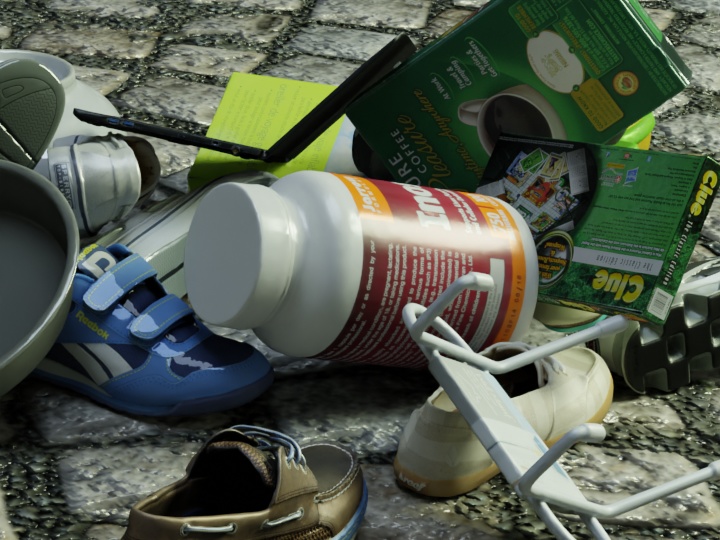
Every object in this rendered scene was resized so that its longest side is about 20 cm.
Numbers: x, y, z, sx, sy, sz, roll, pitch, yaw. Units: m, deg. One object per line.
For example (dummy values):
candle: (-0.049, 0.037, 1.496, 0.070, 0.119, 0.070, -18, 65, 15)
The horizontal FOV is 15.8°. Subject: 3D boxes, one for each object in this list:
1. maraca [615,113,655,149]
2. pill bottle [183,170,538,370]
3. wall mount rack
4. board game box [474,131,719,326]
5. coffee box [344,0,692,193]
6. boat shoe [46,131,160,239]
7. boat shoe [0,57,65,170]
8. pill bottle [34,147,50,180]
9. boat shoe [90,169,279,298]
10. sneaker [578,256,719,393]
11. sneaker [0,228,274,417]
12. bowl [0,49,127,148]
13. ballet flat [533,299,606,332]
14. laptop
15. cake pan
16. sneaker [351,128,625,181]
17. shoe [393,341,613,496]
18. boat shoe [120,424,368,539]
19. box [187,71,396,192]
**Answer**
maraca: (0.145, -0.087, 1.870, 0.137, 0.107, 0.200, -18, 13, 11)
pill bottle: (0.000, 0.000, 1.571, 0.200, 0.113, 0.113, 7, 16, -35)
wall mount rack: (0.116, 0.076, 1.442, 0.174, 0.075, 0.200, 20, 29, -54)
board game box: (0.134, -0.028, 1.603, 0.023, 0.105, 0.200, 31, -10, -34)
coffee box: (0.102, -0.117, 1.710, 0.200, 0.123, 0.044, -36, 9, 20)
boat shoe: (-0.166, -0.060, 1.712, 0.070, 0.071, 0.200, -9, 0, -3)
boat shoe: (-0.270, -0.059, 1.635, 0.074, 0.202, 0.065, 40, 3, -28)
pill bottle: (-0.308, -0.056, 1.718, 0.200, 0.113, 0.112, -1, 22, -11)
boat shoe: (-0.124, -0.024, 1.720, 0.067, 0.074, 0.200, 16, 25, 27)
sneaker: (0.230, 0.019, 1.669, 0.200, 0.074, 0.088, -11, 22, -25)
sneaker: (-0.144, 0.032, 1.564, 0.200, 0.082, 0.074, 15, 22, 22)
bowl: (-0.255, -0.104, 1.880, 0.201, 0.091, 0.201, 4, 21, -2)
ballet flat: (0.136, -0.022, 1.686, 0.069, 0.070, 0.200, 6, 20, 6)
laptop: (-0.073, -0.126, 1.740, 0.200, 0.104, 0.177, 13, 2, 4)
cake pan: (-0.256, 0.017, 1.531, 0.200, 0.037, 0.201, -10, 47, 10)
sneaker: (0.092, -0.103, 1.775, 0.200, 0.075, 0.085, -20, 42, -2)
shoe: (0.091, 0.076, 1.529, 0.070, 0.053, 0.200, 17, 25, 30)
boat shoe: (-0.055, 0.123, 1.359, 0.072, 0.073, 0.200, 15, 24, 26)
box: (-0.012, -0.078, 1.860, 0.200, 0.048, 0.122, 8, 44, 11)
